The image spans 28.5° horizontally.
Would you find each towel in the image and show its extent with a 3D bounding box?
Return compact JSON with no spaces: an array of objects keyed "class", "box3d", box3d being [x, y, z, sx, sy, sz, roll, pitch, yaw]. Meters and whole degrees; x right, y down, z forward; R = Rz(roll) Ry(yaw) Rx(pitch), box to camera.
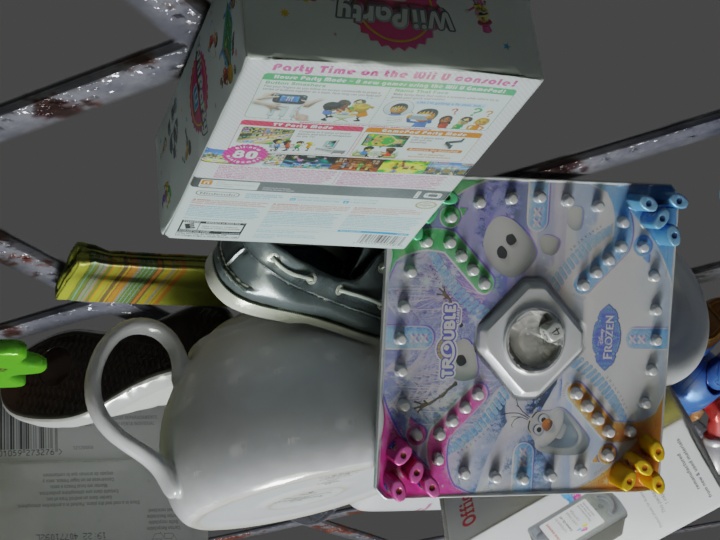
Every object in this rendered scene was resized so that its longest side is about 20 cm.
[{"class":"towel","box3d":[-0.107,0.006,0.977,0.197,0.018,0.086,3,162,-23]}]

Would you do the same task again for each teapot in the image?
[{"class":"teapot","box3d":[-0.056,0.085,0.960,0.195,0.148,0.200,-19,164,13]}]

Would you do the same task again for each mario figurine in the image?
[{"class":"mario figurine","box3d":[0.264,0.109,1.185,0.105,0.125,0.200,-12,157,-19]}]

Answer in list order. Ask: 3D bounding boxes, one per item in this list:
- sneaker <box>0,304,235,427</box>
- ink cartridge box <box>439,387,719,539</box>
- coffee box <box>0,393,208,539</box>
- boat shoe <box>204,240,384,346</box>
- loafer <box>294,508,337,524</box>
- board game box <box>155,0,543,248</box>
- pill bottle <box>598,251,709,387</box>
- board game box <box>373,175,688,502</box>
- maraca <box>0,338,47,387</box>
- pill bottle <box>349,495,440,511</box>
[{"class":"sneaker","box3d":[-0.171,0.083,1.068,0.197,0.074,0.085,-12,155,14]},{"class":"ink cartridge box","box3d":[0.165,0.162,1.090,0.199,0.086,0.148,-32,-164,10]},{"class":"coffee box","box3d":[-0.236,0.199,1.164,0.197,0.203,0.198,2,157,-16]},{"class":"boat shoe","box3d":[0.000,0.000,0.912,0.198,0.073,0.062,8,137,-30]},{"class":"loafer","box3d":[-0.016,0.192,1.415,0.072,0.063,0.200,36,138,-15]},{"class":"board game box","box3d":[-0.015,-0.080,0.724,0.146,0.065,0.200,2,158,-19]},{"class":"pill bottle","box3d":[0.151,0.057,1.031,0.111,0.114,0.200,6,155,-27]},{"class":"board game box","box3d":[0.110,0.044,0.888,0.197,0.203,0.026,1,-174,-17]},{"class":"maraca","box3d":[-0.308,0.058,0.927,0.198,0.109,0.137,8,162,-31]},{"class":"pill bottle","box3d":[0.042,0.152,1.235,0.197,0.115,0.114,2,157,-16]}]
